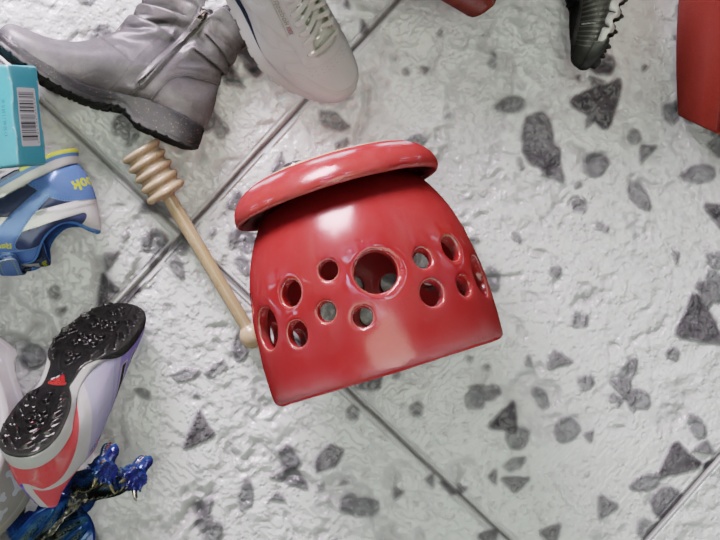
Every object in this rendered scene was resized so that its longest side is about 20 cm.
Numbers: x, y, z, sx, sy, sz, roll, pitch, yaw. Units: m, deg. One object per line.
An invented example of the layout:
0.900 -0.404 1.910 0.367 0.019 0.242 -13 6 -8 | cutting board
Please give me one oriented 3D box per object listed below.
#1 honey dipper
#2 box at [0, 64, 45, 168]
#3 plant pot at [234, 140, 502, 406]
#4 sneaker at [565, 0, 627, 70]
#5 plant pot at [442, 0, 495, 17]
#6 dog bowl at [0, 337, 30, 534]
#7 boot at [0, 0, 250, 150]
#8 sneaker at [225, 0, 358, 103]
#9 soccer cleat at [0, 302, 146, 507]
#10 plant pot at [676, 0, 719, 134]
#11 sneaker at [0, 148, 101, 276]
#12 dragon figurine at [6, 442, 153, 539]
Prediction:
-0.139 -0.020 1.219 0.038 0.038 0.201 -32 97 -4 | honey dipper
-0.361 -0.119 1.149 0.198 0.049 0.083 -4 94 15 | box
0.000 0.000 1.158 0.199 0.200 0.184 -16 84 -5 | plant pot
0.192 -0.278 1.233 0.090 0.066 0.202 10 87 -3 | sneaker
0.058 -0.326 1.162 0.194 0.201 0.202 32 88 -14 | plant pot
-0.362 0.137 1.156 0.198 0.059 0.202 -2 79 9 | dog bowl
-0.202 -0.199 1.197 0.199 0.070 0.133 24 86 -17 | boot
-0.059 -0.220 1.174 0.077 0.080 0.200 -52 121 -22 | sneaker
-0.233 0.105 1.163 0.068 0.201 0.074 4 129 18 | soccer cleat
0.374 -0.193 1.199 0.198 0.200 0.178 13 103 -6 | plant pot
-0.310 -0.025 1.182 0.199 0.074 0.083 -31 97 -3 | sneaker
-0.258 0.215 1.174 0.059 0.099 0.200 43 85 -22 | dragon figurine
